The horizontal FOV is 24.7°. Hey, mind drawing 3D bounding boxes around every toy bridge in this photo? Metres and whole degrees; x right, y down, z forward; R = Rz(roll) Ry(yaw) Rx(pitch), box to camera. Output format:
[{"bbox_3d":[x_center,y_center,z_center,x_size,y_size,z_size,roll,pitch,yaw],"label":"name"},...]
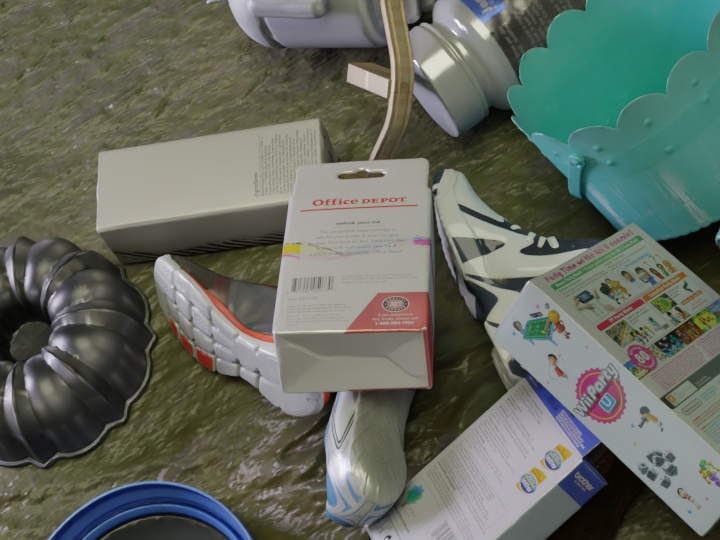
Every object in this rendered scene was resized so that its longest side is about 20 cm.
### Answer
[{"bbox_3d":[0.017,-0.156,1.348,0.027,0.202,0.067,-6,22,-32],"label":"toy bridge"}]

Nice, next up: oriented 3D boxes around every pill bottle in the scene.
[{"bbox_3d":[0.132,-0.208,1.381,0.200,0.114,0.114,-37,63,-6],"label":"pill bottle"}]

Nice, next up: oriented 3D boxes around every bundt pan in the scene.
[{"bbox_3d":[-0.276,0.058,1.370,0.200,0.076,0.203,-5,64,11],"label":"bundt pan"}]

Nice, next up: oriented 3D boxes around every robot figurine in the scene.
[{"bbox_3d":[-0.033,-0.251,1.431,0.199,0.114,0.170,2,20,25],"label":"robot figurine"}]

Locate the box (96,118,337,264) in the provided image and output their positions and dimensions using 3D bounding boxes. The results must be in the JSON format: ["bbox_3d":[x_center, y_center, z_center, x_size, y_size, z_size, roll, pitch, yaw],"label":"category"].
[{"bbox_3d":[-0.120,-0.066,1.397,0.198,0.068,0.083,-7,63,10],"label":"box"}]

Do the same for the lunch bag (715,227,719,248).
[{"bbox_3d":[0.336,-0.028,1.116,0.121,0.200,0.171,6,59,37],"label":"lunch bag"}]

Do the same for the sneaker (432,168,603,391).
[{"bbox_3d":[0.141,-0.010,1.308,0.129,0.080,0.200,-21,57,-4],"label":"sneaker"}]

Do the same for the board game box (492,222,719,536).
[{"bbox_3d":[0.215,0.070,1.153,0.200,0.064,0.147,44,40,19],"label":"board game box"}]

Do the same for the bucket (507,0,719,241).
[{"bbox_3d":[0.229,-0.132,1.270,0.206,0.135,0.208,-31,29,20],"label":"bucket"}]

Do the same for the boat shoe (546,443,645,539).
[{"bbox_3d":[0.161,0.156,1.237,0.200,0.072,0.072,-49,34,-1],"label":"boat shoe"}]

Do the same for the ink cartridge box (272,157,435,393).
[{"bbox_3d":[0.000,0.000,1.274,0.115,0.068,0.201,-2,42,6],"label":"ink cartridge box"}]

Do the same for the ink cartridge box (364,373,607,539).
[{"bbox_3d":[0.100,0.160,1.203,0.200,0.042,0.119,-45,30,7],"label":"ink cartridge box"}]

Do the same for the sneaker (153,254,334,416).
[{"bbox_3d":[-0.085,0.044,1.349,0.200,0.077,0.082,36,50,24],"label":"sneaker"}]

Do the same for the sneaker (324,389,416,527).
[{"bbox_3d":[0.006,0.107,1.279,0.072,0.072,0.201,-37,30,41],"label":"sneaker"}]

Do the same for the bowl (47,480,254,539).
[{"bbox_3d":[-0.163,0.264,1.265,0.199,0.039,0.202,-5,64,11],"label":"bowl"}]
